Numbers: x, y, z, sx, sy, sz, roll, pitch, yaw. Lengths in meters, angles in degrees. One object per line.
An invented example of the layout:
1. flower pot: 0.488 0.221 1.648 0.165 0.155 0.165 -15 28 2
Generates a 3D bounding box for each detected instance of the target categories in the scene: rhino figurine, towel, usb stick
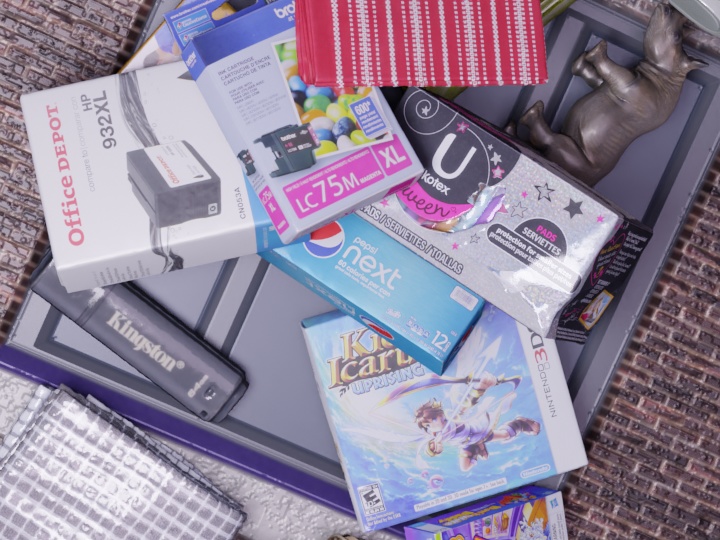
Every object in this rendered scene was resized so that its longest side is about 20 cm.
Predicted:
1. rhino figurine: 0.212 -0.145 1.749 0.200 0.060 0.087 -43 96 -2
2. towel: 0.043 -0.208 1.618 0.199 0.022 0.145 -2 79 -21
3. usb stick: -0.181 0.049 1.740 0.200 0.033 0.056 38 90 -10
4. towel: -0.216 0.206 1.728 0.200 0.086 0.166 35 91 -9

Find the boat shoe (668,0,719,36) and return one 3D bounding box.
1. boat shoe: 0.238 -0.275 1.723 0.200 0.076 0.060 44 81 3

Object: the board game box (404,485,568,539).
1. board game box: 0.116 0.294 1.770 0.134 0.045 0.201 -14 100 -32

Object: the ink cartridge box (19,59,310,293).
1. ink cartridge box: -0.149 -0.079 1.644 0.199 0.084 0.146 -12 78 -4

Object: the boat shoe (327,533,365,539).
1. boat shoe: -0.019 0.252 1.767 0.199 0.076 0.072 17 91 -18

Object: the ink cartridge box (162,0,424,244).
1. ink cartridge box: -0.051 -0.133 1.601 0.119 0.042 0.200 -26 82 -24

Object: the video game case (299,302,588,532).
1. video game case: 0.070 0.102 1.769 0.199 0.045 0.182 -17 97 -4

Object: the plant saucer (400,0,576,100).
1. plant saucer: 0.085 -0.245 1.694 0.200 0.048 0.200 -39 121 -1

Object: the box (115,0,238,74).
1. box: -0.151 -0.121 1.720 0.119 0.041 0.200 42 89 -10

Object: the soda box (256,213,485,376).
1. soda box: 0.000 0.000 1.706 0.200 0.068 0.064 34 80 8

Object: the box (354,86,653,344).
1. box: 0.109 -0.044 1.671 0.200 0.132 0.115 33 97 19
